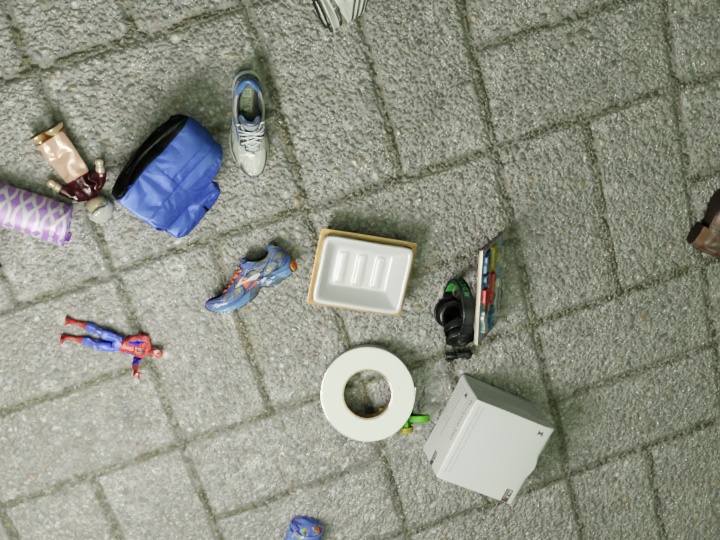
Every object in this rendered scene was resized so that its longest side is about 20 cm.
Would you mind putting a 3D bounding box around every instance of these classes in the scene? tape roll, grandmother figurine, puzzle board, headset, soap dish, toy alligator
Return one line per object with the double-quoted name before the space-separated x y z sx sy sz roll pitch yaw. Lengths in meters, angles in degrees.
"tape roll" 0.016 0.257 1.874 0.201 0.037 0.205 0 94 -1
"grandmother figurine" -0.521 -0.175 1.655 0.120 0.061 0.201 -16 116 25
"puzzle board" 0.266 0.035 1.824 0.017 0.151 0.202 9 110 23
"headset" 0.209 0.110 1.852 0.093 0.124 0.201 -2 127 -15
"soap dish" 0.000 0.000 1.792 0.198 0.081 0.159 8 107 -13
"toy alligator" 0.050 0.322 1.925 0.198 0.054 0.060 -6 93 1

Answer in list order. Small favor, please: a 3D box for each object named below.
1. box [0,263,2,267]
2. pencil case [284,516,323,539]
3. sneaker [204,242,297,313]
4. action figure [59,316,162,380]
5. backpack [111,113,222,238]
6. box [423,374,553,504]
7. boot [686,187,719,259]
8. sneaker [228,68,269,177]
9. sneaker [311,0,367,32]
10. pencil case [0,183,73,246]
"box" -0.764 -0.043 1.620 0.198 0.036 0.144 -14 111 21
"pencil case" -0.145 0.647 1.980 0.086 0.078 0.202 7 107 -36
"sneaker" -0.226 0.015 1.769 0.199 0.075 0.079 -34 102 -7
"action figure" -0.486 0.152 1.748 0.198 0.099 0.066 14 106 -17
"backpack" -0.338 -0.175 1.636 0.168 0.162 0.201 38 85 -28
"box" 0.274 0.365 1.936 0.199 0.131 0.200 23 102 -17
"boot" 0.832 -0.087 1.923 0.199 0.064 0.187 27 115 -14
"sneaker" -0.210 -0.268 1.663 0.076 0.085 0.202 -7 110 -8
"sneaker" -0.048 -0.548 1.617 0.115 0.076 0.202 -29 119 -9
"pencil case" -0.631 -0.106 1.644 0.198 0.084 0.086 18 139 -13
